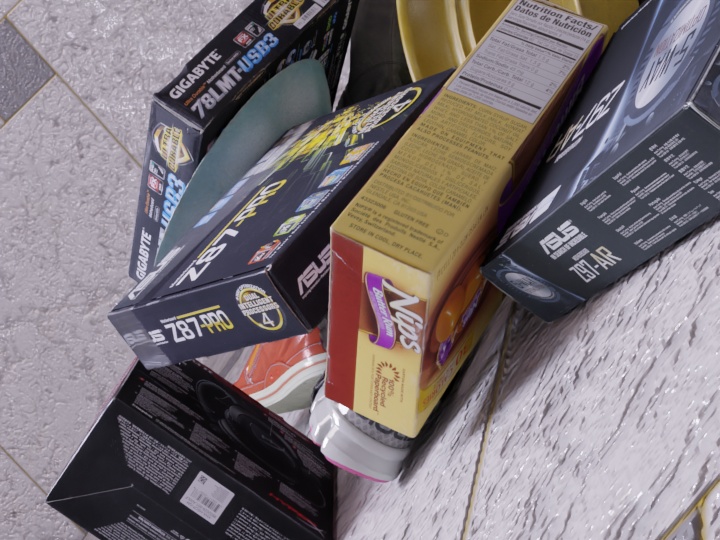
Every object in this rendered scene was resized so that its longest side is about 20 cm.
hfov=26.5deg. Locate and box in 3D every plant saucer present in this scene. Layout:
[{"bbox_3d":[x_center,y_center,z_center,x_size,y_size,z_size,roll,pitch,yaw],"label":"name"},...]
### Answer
[{"bbox_3d":[-0.069,-0.050,1.059,0.202,0.038,0.201,-54,-12,-17],"label":"plant saucer"}]

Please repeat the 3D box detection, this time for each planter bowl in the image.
[{"bbox_3d":[0.105,-0.147,0.897,0.083,0.202,0.200,-18,-11,-24],"label":"planter bowl"}]

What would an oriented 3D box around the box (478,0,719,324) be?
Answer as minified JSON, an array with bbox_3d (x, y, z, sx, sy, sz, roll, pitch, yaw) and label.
[{"bbox_3d":[0.137,-0.077,0.647,0.161,0.043,0.200,-58,6,-24],"label":"box"}]

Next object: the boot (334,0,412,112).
[{"bbox_3d":[0.025,-0.127,1.111,0.131,0.067,0.202,-102,18,-50],"label":"boot"}]

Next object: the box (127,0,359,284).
[{"bbox_3d":[-0.082,-0.101,1.081,0.199,0.049,0.201,-48,-15,-35],"label":"box"}]

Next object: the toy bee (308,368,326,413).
[{"bbox_3d":[0.000,0.000,1.057,0.202,0.130,0.109,-66,-19,2],"label":"toy bee"}]

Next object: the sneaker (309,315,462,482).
[{"bbox_3d":[0.023,0.033,0.852,0.088,0.073,0.200,-53,11,23],"label":"sneaker"}]

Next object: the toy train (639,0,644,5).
[{"bbox_3d":[0.147,-0.142,1.010,0.201,0.034,0.046,-53,-6,32],"label":"toy train"}]

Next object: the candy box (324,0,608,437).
[{"bbox_3d":[0.053,-0.031,0.751,0.200,0.056,0.117,-51,-24,-38],"label":"candy box"}]

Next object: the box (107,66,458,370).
[{"bbox_3d":[-0.034,-0.030,0.890,0.160,0.049,0.200,-16,26,49],"label":"box"}]

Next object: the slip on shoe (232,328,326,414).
[{"bbox_3d":[-0.060,0.077,1.211,0.200,0.073,0.062,-38,62,59],"label":"slip on shoe"}]

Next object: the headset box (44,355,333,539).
[{"bbox_3d":[-0.094,0.122,0.928,0.078,0.148,0.200,-54,7,6],"label":"headset box"}]
